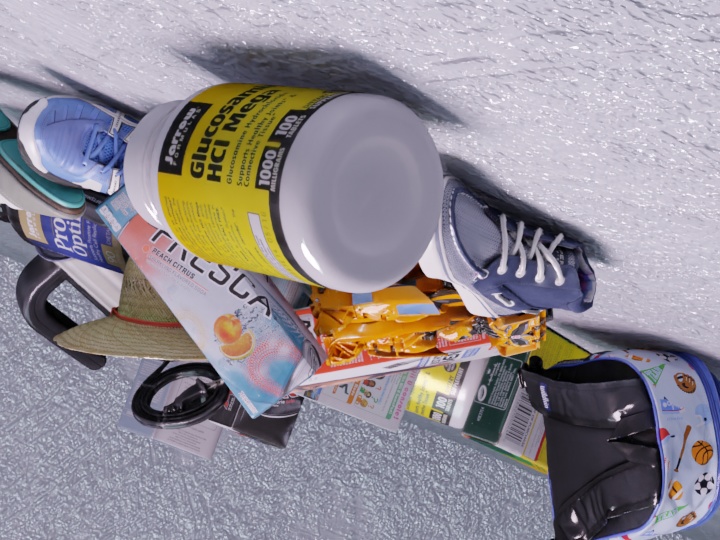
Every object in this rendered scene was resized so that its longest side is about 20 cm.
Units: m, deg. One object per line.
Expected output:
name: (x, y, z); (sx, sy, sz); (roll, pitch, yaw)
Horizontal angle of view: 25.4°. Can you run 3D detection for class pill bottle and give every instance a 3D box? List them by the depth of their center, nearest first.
pill bottle: (-0.055, -0.055, 0.968); (0.112, 0.113, 0.199); (28, 169, -41)
pill bottle: (-0.244, -0.065, 1.429); (0.199, 0.112, 0.112); (16, 171, 27)
pill bottle: (0.036, 0.083, 1.694); (0.199, 0.113, 0.112); (20, 172, 7)

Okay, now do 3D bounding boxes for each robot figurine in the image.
robot figurine: (0.064, 0.033, 1.264); (0.199, 0.059, 0.145); (-4, 157, 7)

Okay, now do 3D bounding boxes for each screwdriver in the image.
screwdriver: (-0.171, -0.030, 1.300); (0.199, 0.028, 0.029); (25, -145, 35)

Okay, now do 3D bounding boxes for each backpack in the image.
backpack: (0.249, 0.157, 1.425); (0.153, 0.201, 0.190); (-9, 173, -19)

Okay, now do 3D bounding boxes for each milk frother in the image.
milk frother: (-0.214, 0.031, 1.550); (0.200, 0.181, 0.188); (28, 166, 46)

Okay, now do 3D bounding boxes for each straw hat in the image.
straw hat: (-0.158, 0.020, 1.317); (0.200, 0.086, 0.201); (3, -176, 0)

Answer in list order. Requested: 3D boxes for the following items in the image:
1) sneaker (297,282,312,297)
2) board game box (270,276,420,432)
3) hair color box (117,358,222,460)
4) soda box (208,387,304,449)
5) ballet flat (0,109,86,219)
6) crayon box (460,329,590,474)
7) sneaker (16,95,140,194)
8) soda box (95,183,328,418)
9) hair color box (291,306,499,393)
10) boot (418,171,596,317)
sneaker: (0.000, 0.000, 1.360); (0.118, 0.074, 0.200); (22, 172, 39)
board game box: (-0.033, 0.045, 1.479); (0.199, 0.148, 0.064); (24, 177, -20)
hair color box: (-0.178, 0.094, 1.735); (0.060, 0.201, 0.099); (13, 169, 40)
soda box: (-0.077, 0.068, 1.565); (0.063, 0.201, 0.071); (24, 171, -24)
ballet flat: (-0.299, -0.093, 1.308); (0.200, 0.064, 0.067); (45, -155, 20)
crayon box: (0.193, 0.139, 1.617); (0.051, 0.128, 0.200); (13, 168, 43)
sneaker: (-0.180, -0.093, 1.270); (0.199, 0.076, 0.077); (15, 171, -43)
soda box: (-0.111, 0.010, 1.211); (0.200, 0.063, 0.068); (52, -169, -1)
hair color box: (0.028, 0.056, 1.381); (0.199, 0.064, 0.111); (-9, 171, -4)
boot: (0.102, -0.017, 1.093); (0.090, 0.073, 0.200); (0, 165, 20)
